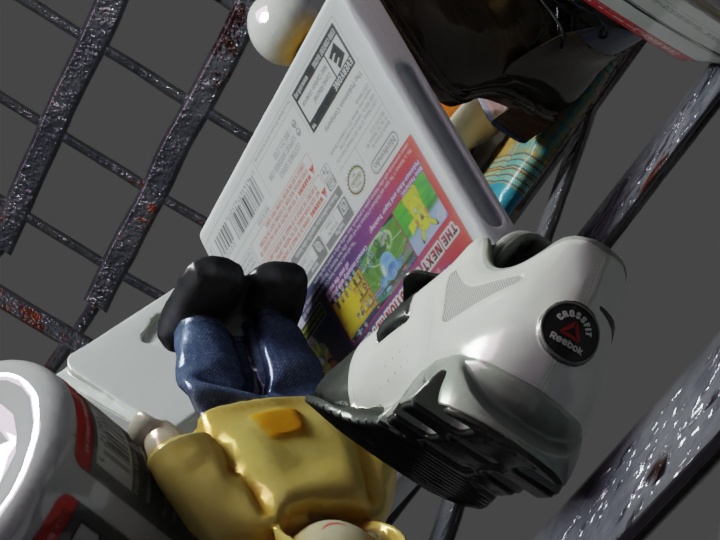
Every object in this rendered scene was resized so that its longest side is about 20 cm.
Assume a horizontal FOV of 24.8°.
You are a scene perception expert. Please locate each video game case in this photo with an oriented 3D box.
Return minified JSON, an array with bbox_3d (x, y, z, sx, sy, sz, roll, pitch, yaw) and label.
[{"bbox_3d":[0.000,0.000,0.760,0.023,0.183,0.200,-14,-26,-34],"label":"video game case"}]

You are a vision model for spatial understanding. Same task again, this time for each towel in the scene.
[{"bbox_3d":[0.099,-0.070,0.963,0.200,0.022,0.147,-55,5,2],"label":"towel"}]

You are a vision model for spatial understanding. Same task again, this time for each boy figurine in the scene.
[{"bbox_3d":[-0.036,0.080,0.700,0.065,0.124,0.200,-66,31,32],"label":"boy figurine"}]

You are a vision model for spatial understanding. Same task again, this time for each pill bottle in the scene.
[{"bbox_3d":[-0.114,0.138,0.722,0.115,0.200,0.116,-23,42,23],"label":"pill bottle"}]

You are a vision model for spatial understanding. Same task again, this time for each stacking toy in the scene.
[{"bbox_3d":[0.001,-0.116,1.082,0.146,0.200,0.146,-49,-16,-19],"label":"stacking toy"}]

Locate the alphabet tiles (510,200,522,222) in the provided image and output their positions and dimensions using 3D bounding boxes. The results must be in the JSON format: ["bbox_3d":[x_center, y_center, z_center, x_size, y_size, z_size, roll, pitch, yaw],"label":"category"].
[{"bbox_3d":[0.054,0.016,1.050,0.200,0.008,0.167,-58,4,29],"label":"alphabet tiles"}]

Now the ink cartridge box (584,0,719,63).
[{"bbox_3d":[0.144,-0.157,0.608,0.145,0.084,0.200,-58,3,7],"label":"ink cartridge box"}]

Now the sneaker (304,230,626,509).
[{"bbox_3d":[0.043,0.033,0.591,0.089,0.074,0.200,-60,13,-16],"label":"sneaker"}]

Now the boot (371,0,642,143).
[{"bbox_3d":[0.075,-0.129,0.807,0.097,0.075,0.200,-34,-21,19],"label":"boot"}]

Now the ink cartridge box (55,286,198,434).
[{"bbox_3d":[-0.104,0.118,0.970,0.144,0.084,0.201,-37,-36,-44],"label":"ink cartridge box"}]
